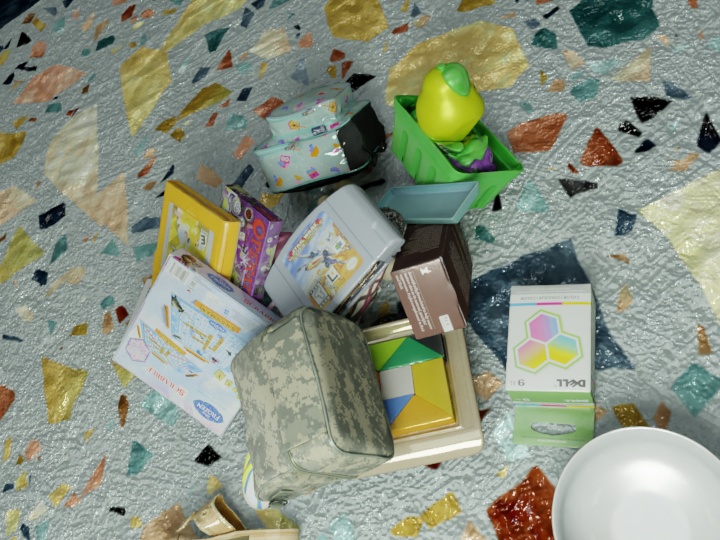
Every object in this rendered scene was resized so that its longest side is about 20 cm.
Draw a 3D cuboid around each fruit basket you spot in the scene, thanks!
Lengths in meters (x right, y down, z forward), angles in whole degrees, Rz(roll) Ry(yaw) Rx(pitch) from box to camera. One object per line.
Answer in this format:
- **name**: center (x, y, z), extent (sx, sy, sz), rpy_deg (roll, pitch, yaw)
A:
- **fruit basket**: center (0.139, -0.213, 1.032), extent (0.155, 0.216, 0.216), rpy_deg (-7, 47, -31)

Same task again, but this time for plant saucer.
- **plant saucer**: center (0.087, -0.093, 1.001), extent (0.070, 0.019, 0.200), rpy_deg (-53, 29, -19)

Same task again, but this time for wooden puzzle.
- **wooden puzzle**: center (0.052, 0.152, 0.902), extent (0.185, 0.037, 0.200), rpy_deg (-15, 54, 12)

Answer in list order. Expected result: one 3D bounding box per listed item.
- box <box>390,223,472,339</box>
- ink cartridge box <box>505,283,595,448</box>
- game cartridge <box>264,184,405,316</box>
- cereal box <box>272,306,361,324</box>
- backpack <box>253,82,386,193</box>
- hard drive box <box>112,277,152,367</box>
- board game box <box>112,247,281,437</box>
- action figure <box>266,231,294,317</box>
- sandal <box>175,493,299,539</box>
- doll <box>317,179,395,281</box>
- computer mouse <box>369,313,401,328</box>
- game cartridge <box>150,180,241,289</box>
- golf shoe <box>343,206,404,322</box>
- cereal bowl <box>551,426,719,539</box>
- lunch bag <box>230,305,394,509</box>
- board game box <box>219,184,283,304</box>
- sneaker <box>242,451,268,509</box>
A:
- **box**: center (0.101, -0.002, 0.944), extent (0.075, 0.100, 0.200), rpy_deg (-17, 18, 16)
- **ink cartridge box**: center (0.243, 0.118, 0.893), extent (0.104, 0.059, 0.200), rpy_deg (-2, 62, 24)
- **game cartridge**: center (-0.044, -0.011, 0.935), extent (0.200, 0.042, 0.133), rpy_deg (-49, 62, 17)
- **cereal box**: center (-0.083, 0.100, 1.070), extent (0.144, 0.040, 0.200), rpy_deg (9, 67, 27)
- **backpack**: center (-0.078, -0.215, 1.164), extent (0.200, 0.153, 0.176), rpy_deg (-22, 21, 24)
- **hard drive box**: center (-0.280, 0.101, 1.140), extent (0.200, 0.077, 0.156), rpy_deg (5, 65, 27)
- **board game box**: center (-0.227, 0.105, 1.001), extent (0.200, 0.041, 0.200), rpy_deg (36, 111, 2)
- **action figure**: center (-0.055, -0.017, 1.025), extent (0.200, 0.134, 0.149), rpy_deg (-7, 74, 6)
- **sandal**: center (-0.184, 0.342, 0.960), extent (0.211, 0.078, 0.070), rpy_deg (-7, 67, 13)
- **doll**: center (0.006, -0.062, 1.112), extent (0.136, 0.048, 0.200), rpy_deg (-40, 54, 12)
- **computer mouse**: center (0.047, 0.154, 0.954), extent (0.138, 0.053, 0.200), rpy_deg (-36, 61, -9)
- **game cartridge**: center (-0.256, -0.014, 1.055), extent (0.176, 0.032, 0.200), rpy_deg (32, 115, 39)
- **golf shoe**: center (0.000, 0.000, 0.983), extent (0.077, 0.088, 0.200), rpy_deg (39, 102, 24)
- **cereal bowl**: center (0.312, 0.277, 0.757), extent (0.200, 0.083, 0.200), rpy_deg (-12, 59, 20)
- **lunch bag**: center (-0.073, 0.162, 0.839), extent (0.168, 0.139, 0.200), rpy_deg (-32, 57, 24)
- **board game box**: center (-0.178, -0.010, 1.019), extent (0.120, 0.032, 0.200), rpy_deg (35, 119, 33)
- **sneaker**: center (-0.095, 0.244, 0.937), extent (0.200, 0.076, 0.105), rpy_deg (-67, 26, 3)
